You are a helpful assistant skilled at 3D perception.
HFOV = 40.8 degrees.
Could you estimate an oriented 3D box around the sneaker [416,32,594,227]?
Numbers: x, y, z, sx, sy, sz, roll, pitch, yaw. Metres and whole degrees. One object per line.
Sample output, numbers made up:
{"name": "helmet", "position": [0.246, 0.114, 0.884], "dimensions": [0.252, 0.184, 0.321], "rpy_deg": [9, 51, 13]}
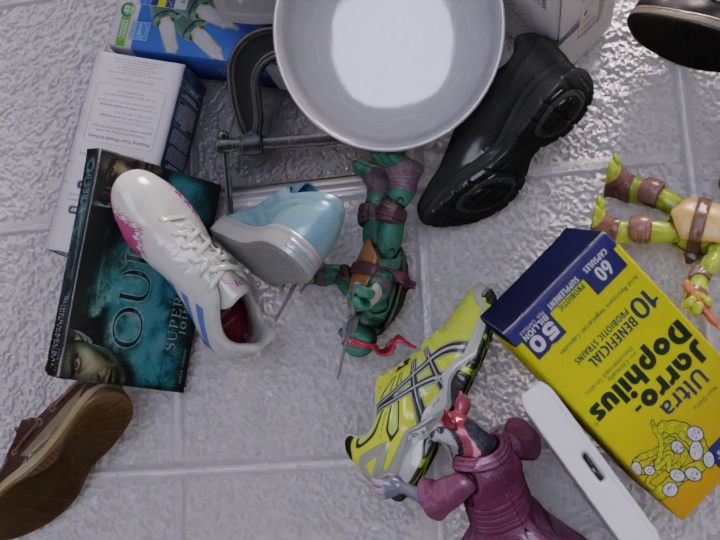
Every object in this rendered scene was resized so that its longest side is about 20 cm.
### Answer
{"name": "sneaker", "position": [0.116, -0.120, 0.856], "dimensions": [0.200, 0.075, 0.091], "rpy_deg": [-47, 54, 26]}

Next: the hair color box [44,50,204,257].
{"name": "hair color box", "position": [-0.229, -0.104, 0.949], "dimensions": [0.098, 0.061, 0.203], "rpy_deg": [11, 82, 14]}

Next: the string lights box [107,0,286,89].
{"name": "string lights box", "position": [-0.138, -0.246, 0.956], "dimensions": [0.197, 0.059, 0.105], "rpy_deg": [10, 81, 13]}

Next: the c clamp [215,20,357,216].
{"name": "c clamp", "position": [-0.046, -0.147, 0.908], "dimensions": [0.196, 0.027, 0.174], "rpy_deg": [-9, 110, 2]}

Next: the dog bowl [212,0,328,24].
{"name": "dog bowl", "position": [-0.086, -0.315, 0.908], "dimensions": [0.196, 0.059, 0.202], "rpy_deg": [-2, 49, 2]}

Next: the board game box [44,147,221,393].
{"name": "board game box", "position": [-0.204, 0.004, 0.884], "dimensions": [0.028, 0.134, 0.204], "rpy_deg": [4, 83, 46]}

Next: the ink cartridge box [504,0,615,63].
{"name": "ink cartridge box", "position": [0.145, -0.274, 0.828], "dimensions": [0.083, 0.200, 0.147], "rpy_deg": [-43, 74, -2]}

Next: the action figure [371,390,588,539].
{"name": "action figure", "position": [0.105, 0.189, 0.759], "dimensions": [0.133, 0.149, 0.202], "rpy_deg": [-33, 117, -16]}

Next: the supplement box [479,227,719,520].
{"name": "supplement box", "position": [0.206, 0.076, 0.765], "dimensions": [0.109, 0.110, 0.200], "rpy_deg": [-45, 95, 1]}

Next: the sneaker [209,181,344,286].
{"name": "sneaker", "position": [-0.067, -0.037, 0.858], "dimensions": [0.082, 0.199, 0.074], "rpy_deg": [-49, 116, -15]}

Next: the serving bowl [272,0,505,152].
{"name": "serving bowl", "position": [0.026, -0.204, 0.836], "dimensions": [0.196, 0.066, 0.204], "rpy_deg": [1, 95, 7]}

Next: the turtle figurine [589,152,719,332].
{"name": "turtle figurine", "position": [0.285, -0.049, 0.826], "dimensions": [0.159, 0.064, 0.203], "rpy_deg": [17, 76, 20]}

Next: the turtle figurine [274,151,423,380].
{"name": "turtle figurine", "position": [0.000, 0.000, 0.865], "dimensions": [0.149, 0.100, 0.203], "rpy_deg": [3, 75, 54]}

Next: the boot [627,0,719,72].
{"name": "boot", "position": [0.348, -0.255, 0.847], "dimensions": [0.197, 0.073, 0.153], "rpy_deg": [13, 75, 28]}

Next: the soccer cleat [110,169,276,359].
{"name": "soccer cleat", "position": [-0.141, -0.007, 0.858], "dimensions": [0.070, 0.086, 0.201], "rpy_deg": [-46, 115, -31]}

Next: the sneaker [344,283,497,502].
{"name": "sneaker", "position": [0.055, 0.097, 0.843], "dimensions": [0.076, 0.075, 0.202], "rpy_deg": [29, 85, 15]}

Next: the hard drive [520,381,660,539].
{"name": "hard drive", "position": [0.172, 0.152, 0.741], "dimensions": [0.026, 0.200, 0.133], "rpy_deg": [-36, 74, 3]}

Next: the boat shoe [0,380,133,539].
{"name": "boat shoe", "position": [-0.295, 0.170, 0.918], "dimensions": [0.201, 0.072, 0.072], "rpy_deg": [-49, 43, 11]}
